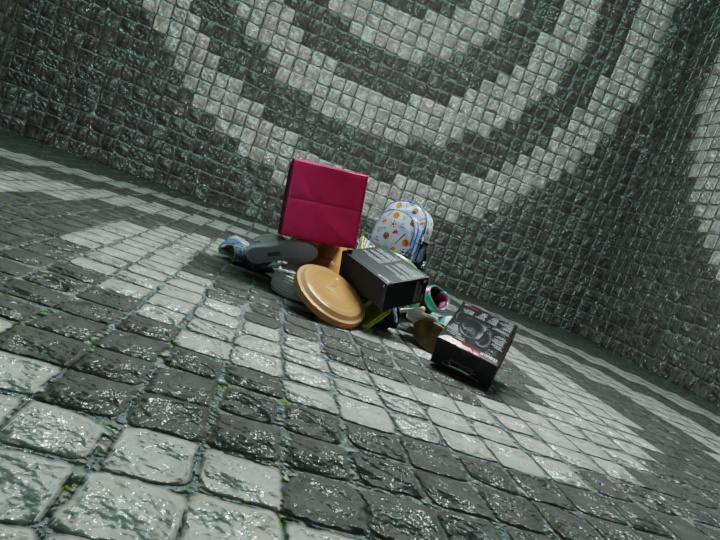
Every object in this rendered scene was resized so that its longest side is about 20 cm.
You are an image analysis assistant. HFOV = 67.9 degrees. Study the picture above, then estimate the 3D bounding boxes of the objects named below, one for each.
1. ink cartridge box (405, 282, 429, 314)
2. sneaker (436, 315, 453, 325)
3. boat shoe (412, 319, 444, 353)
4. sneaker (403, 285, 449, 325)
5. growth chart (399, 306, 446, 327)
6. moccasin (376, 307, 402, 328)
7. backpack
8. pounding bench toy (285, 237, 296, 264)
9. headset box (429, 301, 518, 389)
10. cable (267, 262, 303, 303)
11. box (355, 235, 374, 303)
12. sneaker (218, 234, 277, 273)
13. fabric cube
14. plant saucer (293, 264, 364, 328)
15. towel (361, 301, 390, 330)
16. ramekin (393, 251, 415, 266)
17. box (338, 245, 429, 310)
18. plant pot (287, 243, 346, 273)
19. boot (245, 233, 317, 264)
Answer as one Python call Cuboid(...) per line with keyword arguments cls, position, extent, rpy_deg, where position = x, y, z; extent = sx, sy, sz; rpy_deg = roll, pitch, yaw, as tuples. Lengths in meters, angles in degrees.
Cuboid(cls="ink cartridge box", position=(0.130, 0.065, 1.745), extent=(0.197, 0.044, 0.201), rpy_deg=(23, -34, 23))
Cuboid(cls="sneaker", position=(0.284, 0.174, 1.551), extent=(0.080, 0.077, 0.200), rpy_deg=(13, -15, 32))
Cuboid(cls="boat shoe", position=(0.225, 0.191, 1.361), extent=(0.198, 0.073, 0.072), rpy_deg=(24, -5, 21))
Cuboid(cls="sneaker", position=(0.201, 0.105, 1.536), extent=(0.120, 0.084, 0.200), rpy_deg=(-7, -37, 24))
Cuboid(cls="growth chart", position=(0.196, 0.150, 1.430), extent=(0.199, 0.018, 0.144), rpy_deg=(37, -19, -25))
Cuboid(cls="moccasin", position=(0.075, 0.122, 1.487), extent=(0.068, 0.081, 0.200), rpy_deg=(25, 20, -1))
Cuboid(cls="backpack", position=(0.129, -0.120, 1.659), extent=(0.198, 0.192, 0.154), rpy_deg=(22, -6, 22))
Cuboid(cls="pounding bench toy", position=(-0.203, -0.067, 1.762), extent=(0.198, 0.158, 0.124), rpy_deg=(20, 4, -4))
Cuboid(cls="headset box", position=(0.264, 0.174, 1.245), extent=(0.148, 0.078, 0.200), rpy_deg=(24, 35, 19))
Cuboid(cls="cable", position=(-0.139, 0.044, 1.421), extent=(0.198, 0.070, 0.200), rpy_deg=(23, 5, 13))
Cuboid(cls="box", position=(0.000, 0.000, 1.530), extent=(0.070, 0.064, 0.201), rpy_deg=(39, 37, -30))
Cuboid(cls="sneaker", position=(-0.330, -0.036, 1.568), extent=(0.198, 0.076, 0.077), rpy_deg=(23, 28, 22))
Cuboid(cls="fabric cube", position=(-0.107, -0.176, 1.441), extent=(0.197, 0.202, 0.196), rpy_deg=(10, 3, -11))
Cuboid(cls="plant saucer", position=(-0.071, 0.056, 1.304), extent=(0.199, 0.032, 0.201), rpy_deg=(33, 25, -17))
Cuboid(cls="towel", position=(0.043, 0.095, 1.397), extent=(0.018, 0.086, 0.200), rpy_deg=(51, 11, -9))
Cuboid(cls="ramekin", position=(0.086, 0.044, 1.628), extent=(0.199, 0.098, 0.201), rpy_deg=(26, -34, 19))
Cuboid(cls="box", position=(0.056, 0.014, 1.378), extent=(0.140, 0.080, 0.200), rpy_deg=(-5, 29, -36))
Cuboid(cls="plant pot", position=(-0.113, -0.037, 1.621), extent=(0.198, 0.141, 0.200), rpy_deg=(16, -14, 4))
Cuboid(cls="boot", position=(-0.212, -0.070, 1.471), extent=(0.197, 0.074, 0.096), rpy_deg=(-1, 33, 3))
